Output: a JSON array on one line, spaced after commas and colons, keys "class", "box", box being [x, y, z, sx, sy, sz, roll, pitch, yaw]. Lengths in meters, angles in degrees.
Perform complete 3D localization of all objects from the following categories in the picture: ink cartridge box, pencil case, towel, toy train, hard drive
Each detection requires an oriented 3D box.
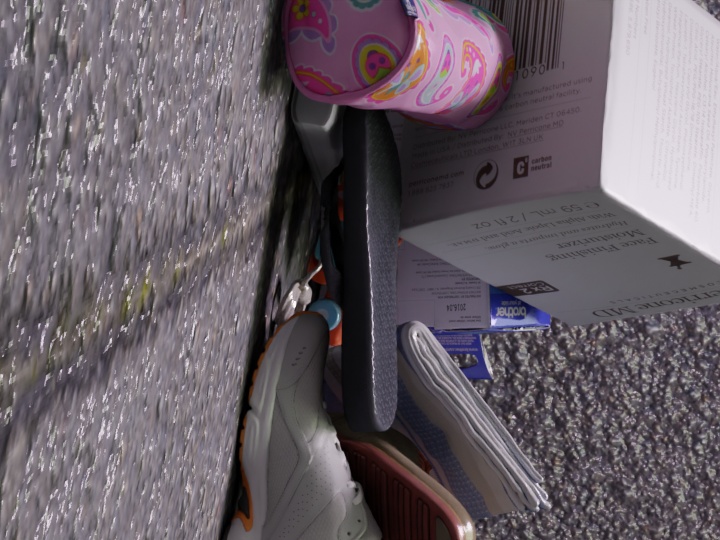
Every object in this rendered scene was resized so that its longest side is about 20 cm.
[{"class": "ink cartridge box", "box": [0.060, -0.024, 1.458, 0.076, 0.136, 0.201, 3, 86, -46]}, {"class": "pencil case", "box": [0.024, -0.128, 1.176, 0.200, 0.087, 0.088, 5, 94, -68]}, {"class": "towel", "box": [0.034, 0.106, 1.344, 0.024, 0.147, 0.200, -40, -173, -25]}, {"class": "toy train", "box": [0.000, 0.000, 1.371, 0.200, 0.055, 0.151, 9, 103, -83]}, {"class": "hard drive", "box": [-0.012, -0.130, 1.306, 0.200, 0.026, 0.133, 70, 29, -79]}]

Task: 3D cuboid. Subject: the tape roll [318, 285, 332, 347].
[{"class": "tape roll", "box": [-0.005, 0.020, 1.597, 0.203, 0.037, 0.204, 9, 90, -84]}]

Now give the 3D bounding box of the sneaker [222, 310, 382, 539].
[{"class": "sneaker", "box": [-0.027, 0.126, 1.239, 0.076, 0.091, 0.201, 44, 54, -83]}]

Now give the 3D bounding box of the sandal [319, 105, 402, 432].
[{"class": "sandal", "box": [-0.006, -0.005, 1.231, 0.076, 0.043, 0.201, 22, 68, -72]}]

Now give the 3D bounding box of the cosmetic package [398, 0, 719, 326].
[{"class": "cosmetic package", "box": [0.149, -0.079, 1.327, 0.200, 0.164, 0.166, 26, 63, -43]}]

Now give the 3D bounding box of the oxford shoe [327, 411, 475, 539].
[{"class": "oxford shoe", "box": [0.020, 0.128, 1.289, 0.200, 0.074, 0.071, 30, -56, 52]}]
